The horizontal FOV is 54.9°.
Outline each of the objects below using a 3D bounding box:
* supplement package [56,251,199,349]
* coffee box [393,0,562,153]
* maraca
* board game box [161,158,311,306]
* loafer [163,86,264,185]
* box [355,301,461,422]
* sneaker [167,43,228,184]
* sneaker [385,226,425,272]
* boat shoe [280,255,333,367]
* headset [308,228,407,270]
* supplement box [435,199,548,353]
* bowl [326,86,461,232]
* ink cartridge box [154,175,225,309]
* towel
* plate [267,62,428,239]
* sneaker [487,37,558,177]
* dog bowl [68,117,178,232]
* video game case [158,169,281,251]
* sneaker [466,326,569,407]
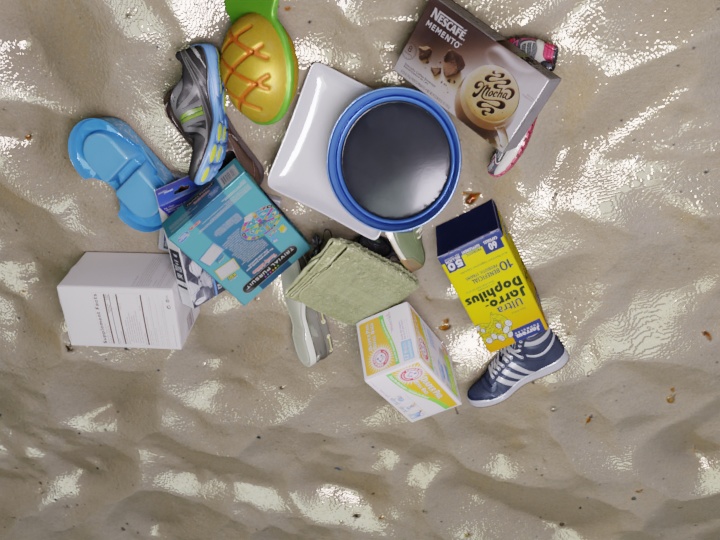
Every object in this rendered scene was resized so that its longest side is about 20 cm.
[{"bbox_3d":[-0.393,0.050,1.193,0.194,0.122,0.122,2,120,4],"label":"supplement package"},{"bbox_3d":[0.158,-0.270,0.949,0.199,0.079,0.114,41,120,13],"label":"coffee box"},{"bbox_3d":[-0.146,-0.310,0.983,0.135,0.106,0.205,7,109,37],"label":"maraca"},{"bbox_3d":[-0.190,-0.054,1.092,0.150,0.047,0.200,-39,137,1],"label":"board game box"},{"bbox_3d":[-0.226,-0.199,1.070,0.073,0.071,0.200,-37,110,22],"label":"loafer"},{"bbox_3d":[0.084,0.160,1.177,0.100,0.114,0.200,-23,140,16],"label":"box"},{"bbox_3d":[-0.239,-0.227,1.014,0.080,0.071,0.205,-2,90,4],"label":"sneaker"},{"bbox_3d":[0.078,-0.096,1.101,0.088,0.067,0.203,-20,112,20],"label":"sneaker"},{"bbox_3d":[-0.091,0.064,1.211,0.059,0.071,0.207,-19,109,-30],"label":"boat shoe"},{"bbox_3d":[0.000,0.000,1.148,0.198,0.095,0.124,32,117,-26],"label":"headset"},{"bbox_3d":[0.212,0.011,1.127,0.107,0.110,0.202,-24,115,17],"label":"supplement box"},{"bbox_3d":[0.049,-0.159,1.001,0.195,0.039,0.206,1,98,10],"label":"bowl"},{"bbox_3d":[-0.262,-0.049,1.120,0.039,0.099,0.204,18,128,38],"label":"ink cartridge box"},{"bbox_3d":[-0.010,0.023,1.105,0.198,0.037,0.148,25,126,-39],"label":"towel"},{"bbox_3d":[-0.020,-0.180,1.049,0.196,0.032,0.203,26,103,7],"label":"plate"},{"bbox_3d":[0.224,-0.236,1.015,0.073,0.081,0.204,21,115,14],"label":"sneaker"},{"bbox_3d":[-0.372,-0.157,1.107,0.111,0.050,0.201,-34,104,26],"label":"dog bowl"},{"bbox_3d":[-0.239,-0.079,1.169,0.195,0.018,0.146,13,120,-3],"label":"video game case"},{"bbox_3d":[0.260,0.157,1.225,0.197,0.071,0.109,-30,118,12],"label":"sneaker"}]
